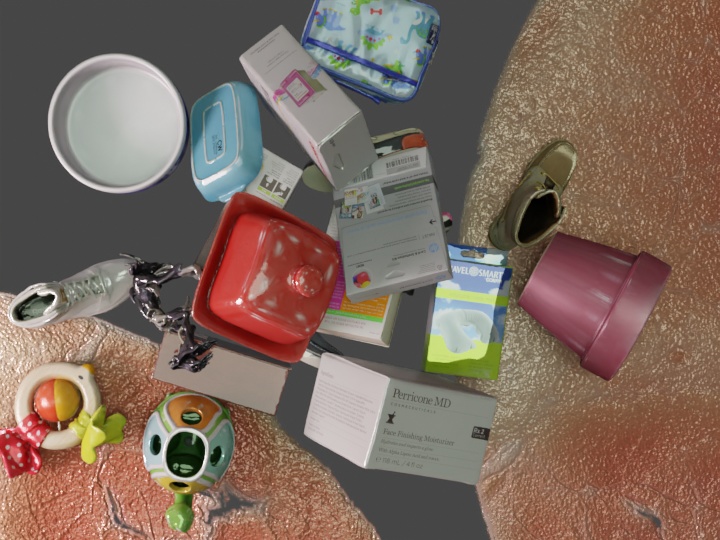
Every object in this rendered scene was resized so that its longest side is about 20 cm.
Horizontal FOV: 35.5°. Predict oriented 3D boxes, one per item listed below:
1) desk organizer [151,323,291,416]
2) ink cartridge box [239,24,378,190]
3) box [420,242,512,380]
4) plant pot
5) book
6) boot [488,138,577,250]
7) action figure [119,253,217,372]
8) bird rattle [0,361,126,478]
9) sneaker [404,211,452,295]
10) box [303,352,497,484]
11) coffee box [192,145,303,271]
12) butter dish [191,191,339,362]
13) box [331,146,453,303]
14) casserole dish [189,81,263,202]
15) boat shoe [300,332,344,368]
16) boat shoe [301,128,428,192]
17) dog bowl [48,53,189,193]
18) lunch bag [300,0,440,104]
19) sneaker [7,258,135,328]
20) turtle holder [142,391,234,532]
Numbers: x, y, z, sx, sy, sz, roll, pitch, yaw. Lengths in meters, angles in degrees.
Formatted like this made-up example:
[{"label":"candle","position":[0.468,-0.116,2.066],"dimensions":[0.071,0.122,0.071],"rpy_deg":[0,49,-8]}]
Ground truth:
[{"label":"desk organizer","position":[-0.210,0.150,1.697],"dimensions":[0.198,0.072,0.078],"rpy_deg":[18,92,-6]},{"label":"ink cartridge box","position":[-0.072,-0.233,1.627],"dimensions":[0.084,0.145,0.200],"rpy_deg":[-37,66,-5]},{"label":"box","position":[0.166,0.063,1.746],"dimensions":[0.121,0.048,0.202],"rpy_deg":[7,92,-7]},{"label":"plant pot","position":[0.345,0.038,1.703],"dimensions":[0.178,0.200,0.201],"rpy_deg":[29,88,10]},{"label":"book","position":[0.000,0.000,1.666],"dimensions":[0.132,0.048,0.202],"rpy_deg":[11,77,20]},{"label":"boot","position":[0.279,-0.116,1.699],"dimensions":[0.072,0.155,0.201],"rpy_deg":[37,86,-5]},{"label":"action figure","position":[-0.269,0.047,1.617],"dimensions":[0.101,0.119,0.201],"rpy_deg":[-25,66,-18]},{"label":"bird rattle","position":[-0.454,0.220,1.679],"dimensions":[0.198,0.113,0.165],"rpy_deg":[-7,81,7]},{"label":"sneaker","position":[0.069,-0.010,1.723],"dimensions":[0.199,0.074,0.088],"rpy_deg":[-37,96,0]},{"label":"box","position":[0.056,0.213,1.635],"dimensions":[0.197,0.200,0.132],"rpy_deg":[14,90,-30]},{"label":"coffee box","position":[-0.167,-0.076,1.674],"dimensions":[0.079,0.113,0.201],"rpy_deg":[28,88,-5]},{"label":"butter dish","position":[-0.104,0.012,1.555],"dimensions":[0.198,0.147,0.202],"rpy_deg":[26,76,-31]},{"label":"box","position":[0.043,-0.067,1.634],"dimensions":[0.154,0.041,0.202],"rpy_deg":[-14,65,12]},{"label":"casserole dish","position":[-0.203,-0.195,1.645],"dimensions":[0.120,0.039,0.202],"rpy_deg":[-25,58,28]},{"label":"boat shoe","position":[-0.096,0.075,1.703],"dimensions":[0.199,0.075,0.093],"rpy_deg":[28,95,-6]},{"label":"boat shoe","position":[0.006,-0.171,1.716],"dimensions":[0.198,0.071,0.063],"rpy_deg":[-12,53,2]},{"label":"dog bowl","position":[-0.353,-0.215,1.661],"dimensions":[0.198,0.079,0.202],"rpy_deg":[0,92,-2]},{"label":"lunch bag","position":[0.014,-0.348,1.704],"dimensions":[0.198,0.082,0.162],"rpy_deg":[23,92,-5]},{"label":"sneaker","position":[-0.417,0.038,1.649],"dimensions":[0.198,0.116,0.074],"rpy_deg":[-23,92,-6]},{"label":"turtle holder","position":[-0.265,0.274,1.662],"dimensions":[0.140,0.132,0.186],"rpy_deg":[35,90,-8]}]
